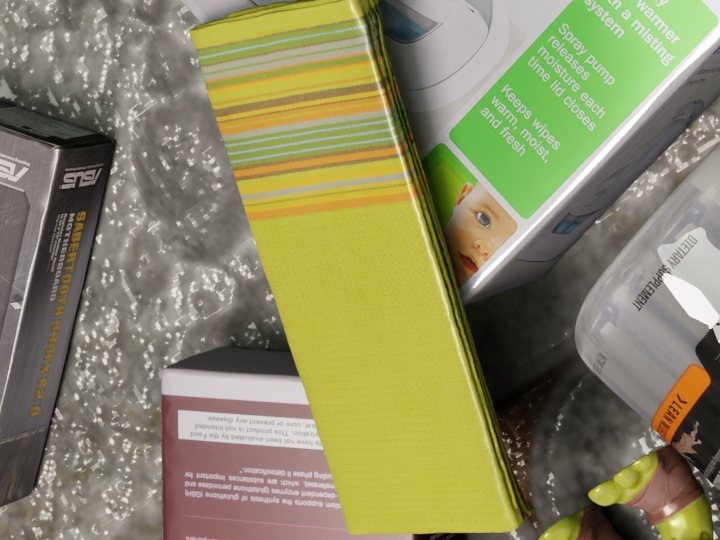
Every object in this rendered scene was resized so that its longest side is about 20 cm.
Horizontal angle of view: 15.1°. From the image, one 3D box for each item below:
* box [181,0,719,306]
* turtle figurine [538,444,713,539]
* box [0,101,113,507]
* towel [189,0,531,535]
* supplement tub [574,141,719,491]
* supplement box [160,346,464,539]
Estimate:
[{"bbox_3d":[0.044,-0.122,0.982,0.200,0.097,0.176,49,113,10],"label":"box"},{"bbox_3d":[0.137,0.143,0.979,0.162,0.064,0.200,57,151,12],"label":"turtle figurine"},{"bbox_3d":[-0.213,-0.007,1.126,0.199,0.048,0.159,18,104,19],"label":"box"},{"bbox_3d":[0.000,0.000,0.966,0.086,0.018,0.201,-5,107,44],"label":"towel"},{"bbox_3d":[0.181,0.047,0.933,0.200,0.122,0.123,43,110,12],"label":"supplement tub"},{"bbox_3d":[-0.017,0.135,1.059,0.108,0.061,0.201,3,98,21],"label":"supplement box"}]
